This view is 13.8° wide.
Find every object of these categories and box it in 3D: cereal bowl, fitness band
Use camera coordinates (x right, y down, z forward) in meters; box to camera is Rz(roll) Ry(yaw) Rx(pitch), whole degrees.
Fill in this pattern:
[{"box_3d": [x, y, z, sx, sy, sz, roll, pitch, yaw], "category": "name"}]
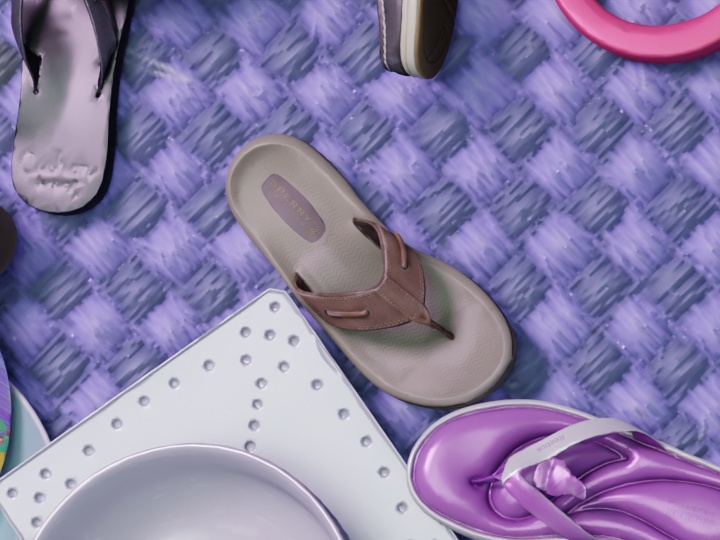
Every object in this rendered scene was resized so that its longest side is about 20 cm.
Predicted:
[{"box_3d": [-0.083, 0.197, 1.574, 0.200, 0.083, 0.200, -4, 74, 14], "category": "cereal bowl"}, {"box_3d": [0.188, -0.206, 1.635, 0.144, 0.037, 0.200, 44, 95, 9], "category": "fitness band"}]

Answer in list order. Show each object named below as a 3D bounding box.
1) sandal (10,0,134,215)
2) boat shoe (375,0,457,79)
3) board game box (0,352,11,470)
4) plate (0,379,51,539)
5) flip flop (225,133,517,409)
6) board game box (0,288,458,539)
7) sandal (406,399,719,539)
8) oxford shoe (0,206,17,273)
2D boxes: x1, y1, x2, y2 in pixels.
[{"box_3d": [-0.167, -0.133, 1.692, 0.076, 0.043, 0.200, -5, 84, 11], "category": "sandal"}, {"box_3d": [0.016, -0.202, 1.653, 0.066, 0.072, 0.201, -2, 79, 16], "category": "boat shoe"}, {"box_3d": [-0.287, 0.086, 1.624, 0.200, 0.039, 0.158, -8, 100, -14], "category": "board game box"}, {"box_3d": [-0.262, 0.138, 1.695, 0.200, 0.026, 0.200, -1, 84, 11], "category": "plate"}, {"box_3d": [0.000, 0.000, 1.639, 0.081, 0.058, 0.200, -45, 78, 4], "category": "flip flop"}, {"box_3d": [-0.068, 0.145, 1.641, 0.200, 0.026, 0.200, -35, 85, 3], "category": "board game box"}, {"box_3d": [0.126, 0.113, 1.597, 0.202, 0.050, 0.083, 9, 77, 4], "category": "sandal"}, {"box_3d": [-0.285, 0.023, 1.680, 0.200, 0.071, 0.071, -38, 123, -7], "category": "oxford shoe"}]
